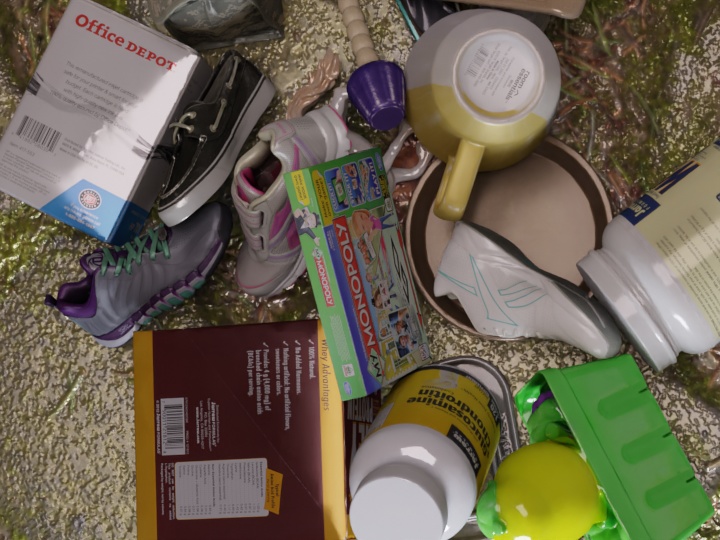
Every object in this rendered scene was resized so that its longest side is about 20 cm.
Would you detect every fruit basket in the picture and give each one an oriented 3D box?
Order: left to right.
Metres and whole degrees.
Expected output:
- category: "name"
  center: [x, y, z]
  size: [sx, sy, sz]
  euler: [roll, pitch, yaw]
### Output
- category: "fruit basket"
  center: [0.185, 0.191, 1.619]
  size: [0.213, 0.156, 0.218]
  euler: [2, 75, -6]

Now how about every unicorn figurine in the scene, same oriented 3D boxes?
- category: "unicorn figurine"
  center: [0.003, -0.105, 1.742]
  size: [0.137, 0.074, 0.200]
  euler: [-43, 62, 2]

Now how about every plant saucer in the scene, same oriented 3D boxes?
- category: "plant saucer"
  center: [0.140, -0.034, 1.725]
  size: [0.198, 0.029, 0.202]
  euler: [-1, 83, 9]

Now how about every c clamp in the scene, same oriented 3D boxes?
- category: "c clamp"
  center: [0.070, 0.182, 1.709]
  size: [0.169, 0.027, 0.202]
  euler: [-5, 82, 9]

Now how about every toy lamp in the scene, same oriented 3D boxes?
- category: "toy lamp"
  center: [0.000, -0.213, 1.715]
  size: [0.058, 0.058, 0.201]
  euler: [-24, 53, 6]

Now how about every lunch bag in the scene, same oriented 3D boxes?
- category: "lunch bag"
  center: [-0.147, -0.309, 1.720]
  size: [0.116, 0.200, 0.166]
  euler: [-8, 82, 8]

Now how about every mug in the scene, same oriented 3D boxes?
- category: "mug"
  center: [0.120, -0.149, 1.640]
  size: [0.148, 0.153, 0.188]
  euler: [-14, 91, -2]

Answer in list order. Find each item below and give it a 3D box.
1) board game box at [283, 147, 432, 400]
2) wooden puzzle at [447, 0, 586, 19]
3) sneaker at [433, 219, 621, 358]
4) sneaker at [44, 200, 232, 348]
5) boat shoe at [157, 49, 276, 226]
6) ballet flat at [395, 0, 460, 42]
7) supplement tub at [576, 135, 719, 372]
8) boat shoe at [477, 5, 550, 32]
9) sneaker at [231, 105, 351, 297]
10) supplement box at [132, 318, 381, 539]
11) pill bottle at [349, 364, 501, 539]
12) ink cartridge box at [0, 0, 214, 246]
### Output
- category: "board game box"
  center: [0.000, 0.000, 1.615]
  size: [0.029, 0.134, 0.202]
  euler: [-12, 95, 29]
- category: "wooden puzzle"
  center: [0.135, -0.323, 1.699]
  size: [0.198, 0.037, 0.186]
  euler: [13, 72, 23]
- category: "sneaker"
  center: [0.150, 0.033, 1.660]
  size: [0.200, 0.070, 0.081]
  euler: [35, 101, 32]
- category: "sneaker"
  center: [-0.207, -0.003, 1.711]
  size: [0.200, 0.087, 0.075]
  euler: [-41, 39, 25]
- category: "boat shoe"
  center: [-0.148, -0.125, 1.715]
  size: [0.064, 0.070, 0.201]
  euler: [45, 48, -23]
- category: "ballet flat"
  center: [0.042, -0.294, 1.755]
  size: [0.073, 0.073, 0.201]
  euler: [-33, 85, 4]
- category: "supplement tub"
  center: [0.307, -0.018, 1.633]
  size: [0.199, 0.145, 0.145]
  euler: [-37, 79, 1]
- category: "boat shoe"
  center: [0.168, -0.289, 1.732]
  size: [0.072, 0.069, 0.201]
  euler: [34, 89, 12]
- category: "sneaker"
  center: [-0.086, -0.065, 1.705]
  size: [0.081, 0.088, 0.201]
  euler: [47, 126, 43]
- category: "supplement box"
  center: [-0.090, 0.150, 1.675]
  size: [0.198, 0.133, 0.199]
  euler: [-4, 82, 15]
- category: "pill bottle"
  center: [0.053, 0.169, 1.592]
  size: [0.111, 0.200, 0.113]
  euler: [5, 113, 13]
- category: "ink cartridge box"
  center: [-0.250, -0.140, 1.773]
  size: [0.146, 0.086, 0.201]
  euler: [26, 86, 12]
